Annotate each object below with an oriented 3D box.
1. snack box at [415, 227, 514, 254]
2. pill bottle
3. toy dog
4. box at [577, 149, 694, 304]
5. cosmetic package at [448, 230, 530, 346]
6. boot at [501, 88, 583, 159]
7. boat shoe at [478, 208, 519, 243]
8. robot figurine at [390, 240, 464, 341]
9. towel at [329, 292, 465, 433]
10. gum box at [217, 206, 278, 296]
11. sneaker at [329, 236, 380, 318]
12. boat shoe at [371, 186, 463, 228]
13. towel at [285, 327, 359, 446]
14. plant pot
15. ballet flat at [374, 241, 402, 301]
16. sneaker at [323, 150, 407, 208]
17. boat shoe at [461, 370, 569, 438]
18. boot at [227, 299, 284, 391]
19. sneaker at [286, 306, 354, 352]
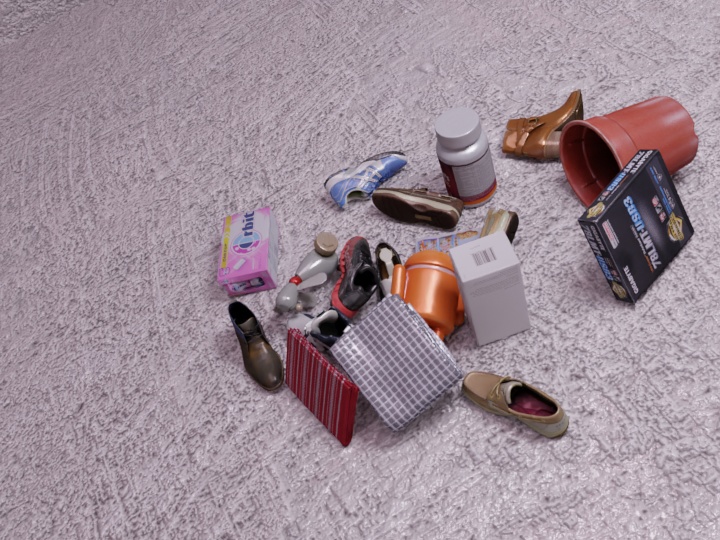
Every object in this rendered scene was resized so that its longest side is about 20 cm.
[{"bbox_3d":[0.211,-0.048,1.583,0.200,0.024,0.072,-9,51,13],"label":"snack box"},{"bbox_3d":[0.218,-0.234,1.616,0.109,0.200,0.110,-11,49,12],"label":"pill bottle"},{"bbox_3d":[-0.090,0.021,1.595,0.096,0.132,0.200,31,72,3],"label":"toy dog"},{"bbox_3d":[0.495,-0.078,1.385,0.199,0.200,0.050,-45,29,-20],"label":"box"},{"bbox_3d":[0.233,0.036,1.386,0.107,0.200,0.085,-19,49,2],"label":"cosmetic package"},{"bbox_3d":[0.404,-0.328,1.714,0.154,0.074,0.200,6,52,30],"label":"boot"},{"bbox_3d":[0.240,-0.030,1.516,0.076,0.072,0.200,17,70,32],"label":"boat shoe"},{"bbox_3d":[0.129,0.048,1.462,0.144,0.117,0.200,8,68,7],"label":"robot figurine"},{"bbox_3d":[0.060,0.158,1.357,0.166,0.086,0.200,-43,77,11],"label":"towel"},{"bbox_3d":[-0.246,-0.038,1.719,0.113,0.066,0.200,-12,49,10],"label":"gum box"},{"bbox_3d":[0.000,0.000,1.548,0.098,0.071,0.201,-35,30,39],"label":"sneaker"},{"bbox_3d":[0.126,-0.145,1.671,0.202,0.075,0.075,19,53,21],"label":"boat shoe"},{"bbox_3d":[-0.074,0.209,1.408,0.022,0.145,0.200,-19,41,-34],"label":"towel"},{"bbox_3d":[0.528,-0.234,1.508,0.195,0.201,0.201,-26,47,-11],"label":"plant pot"},{"bbox_3d":[0.062,0.020,1.553,0.068,0.068,0.200,-20,48,1],"label":"ballet flat"},{"bbox_3d":[0.021,-0.206,1.767,0.200,0.076,0.077,-26,70,-1],"label":"sneaker"},{"bbox_3d":[0.259,0.212,1.320,0.200,0.066,0.074,19,61,32],"label":"boat shoe"},{"bbox_3d":[-0.214,0.146,1.533,0.075,0.097,0.200,-31,48,-5],"label":"boot"},{"bbox_3d":[-0.077,0.105,1.493,0.199,0.130,0.079,29,65,36],"label":"sneaker"}]
